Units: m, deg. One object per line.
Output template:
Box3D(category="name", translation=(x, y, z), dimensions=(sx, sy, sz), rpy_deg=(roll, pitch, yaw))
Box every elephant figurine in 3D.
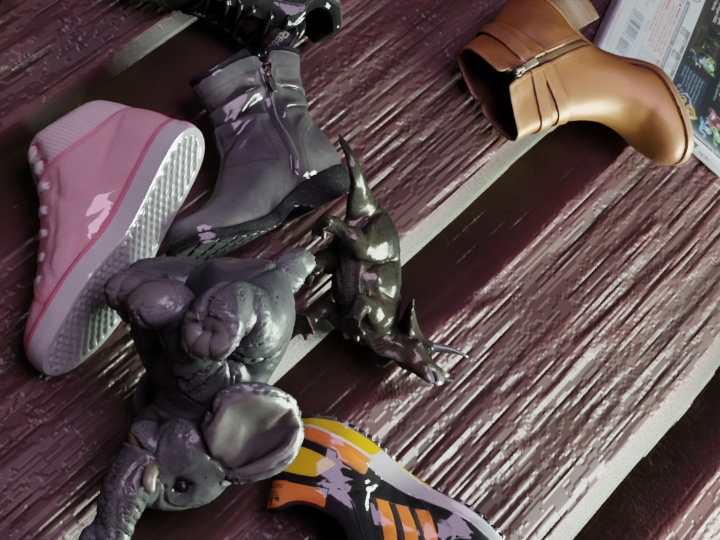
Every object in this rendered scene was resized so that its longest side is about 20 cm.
Box3D(category="elephant figurine", translation=(-0.111, 0.097, 1.363), dimensions=(0.154, 0.142, 0.202), rpy_deg=(1, 103, 3))

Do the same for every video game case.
Box3D(category="video game case", translation=(0.307, -0.208, 1.861), dimensions=(0.182, 0.023, 0.201), rpy_deg=(39, 52, -15))

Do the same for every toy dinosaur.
Box3D(category="toy dinosaur", translation=(0.000, 0.000, 1.508), dimensions=(0.102, 0.077, 0.201), rpy_deg=(-15, 89, -53))

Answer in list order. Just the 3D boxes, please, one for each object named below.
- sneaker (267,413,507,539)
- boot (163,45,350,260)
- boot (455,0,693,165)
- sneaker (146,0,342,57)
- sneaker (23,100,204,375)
Box3D(category="sneaker", translation=(0.018, 0.190, 1.456), dimensions=(0.200, 0.070, 0.090), rpy_deg=(37, 68, -16))
Box3D(category="boot", translation=(-0.097, -0.087, 1.486), dimensions=(0.200, 0.070, 0.132), rpy_deg=(-29, 93, -52))
Box3D(category="boot", translation=(0.182, -0.146, 1.706), dimensions=(0.155, 0.077, 0.201), rpy_deg=(-35, 90, -42))
Box3D(category="sneaker", translation=(-0.092, -0.212, 1.544), dimensions=(0.199, 0.071, 0.099), rpy_deg=(-3, 69, -38))
Box3D(category="sneaker", translation=(-0.198, -0.030, 1.396), dimensions=(0.104, 0.075, 0.201), rpy_deg=(24, 76, 20))
